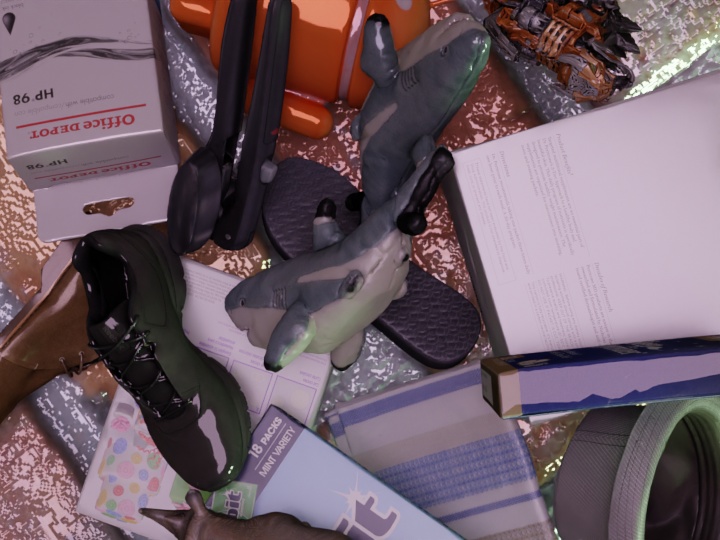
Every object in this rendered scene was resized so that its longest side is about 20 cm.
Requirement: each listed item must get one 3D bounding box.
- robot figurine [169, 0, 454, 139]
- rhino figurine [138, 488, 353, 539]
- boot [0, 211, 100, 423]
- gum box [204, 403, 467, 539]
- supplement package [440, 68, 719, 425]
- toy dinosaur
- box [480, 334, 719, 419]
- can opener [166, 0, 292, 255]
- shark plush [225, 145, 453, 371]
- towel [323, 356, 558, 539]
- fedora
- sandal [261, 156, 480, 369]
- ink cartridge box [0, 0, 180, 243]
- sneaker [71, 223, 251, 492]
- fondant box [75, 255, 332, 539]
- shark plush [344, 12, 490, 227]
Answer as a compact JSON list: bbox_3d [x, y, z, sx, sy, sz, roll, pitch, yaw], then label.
[{"bbox_3d":[-0.035,-0.186,1.035,0.198,0.117,0.145,15,50,1],"label":"robot figurine"},{"bbox_3d":[-0.051,0.187,0.925,0.198,0.087,0.060,20,83,6],"label":"rhino figurine"},{"bbox_3d":[-0.228,0.060,1.054,0.075,0.074,0.201,34,85,-4],"label":"boot"},{"bbox_3d":[-0.026,0.220,0.986,0.199,0.045,0.171,34,85,7],"label":"gum box"},{"bbox_3d":[0.178,-0.015,1.010,0.198,0.147,0.193,-17,89,0],"label":"supplement package"},{"bbox_3d":[0.138,-0.198,1.022,0.135,0.102,0.201,-18,71,-23],"label":"toy dinosaur"},{"bbox_3d":[0.177,0.062,0.875,0.198,0.121,0.033,-4,90,0],"label":"box"},{"bbox_3d":[-0.081,-0.101,0.994,0.063,0.079,0.201,21,115,5],"label":"can opener"},{"bbox_3d":[-0.017,-0.010,0.954,0.200,0.090,0.084,-51,60,36],"label":"shark plush"},{"bbox_3d":[0.067,0.174,1.040,0.146,0.024,0.202,-21,87,25],"label":"towel"},{"bbox_3d":[0.199,0.165,1.008,0.090,0.200,0.178,8,61,39],"label":"fedora"},{"bbox_3d":[0.000,0.001,1.056,0.200,0.043,0.076,45,71,7],"label":"sandal"},{"bbox_3d":[-0.197,-0.132,1.035,0.115,0.067,0.202,-10,72,0],"label":"ink cartridge box"},{"bbox_3d":[-0.145,0.061,0.976,0.076,0.091,0.201,-33,76,16],"label":"sneaker"},{"bbox_3d":[-0.106,0.104,1.054,0.143,0.058,0.202,19,87,1],"label":"fondant box"},{"bbox_3d":[0.026,-0.088,0.977,0.090,0.083,0.201,16,114,-39],"label":"shark plush"}]
